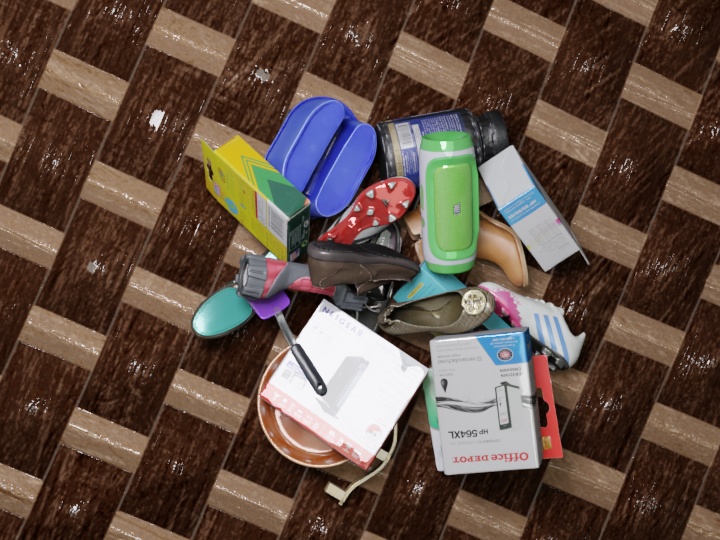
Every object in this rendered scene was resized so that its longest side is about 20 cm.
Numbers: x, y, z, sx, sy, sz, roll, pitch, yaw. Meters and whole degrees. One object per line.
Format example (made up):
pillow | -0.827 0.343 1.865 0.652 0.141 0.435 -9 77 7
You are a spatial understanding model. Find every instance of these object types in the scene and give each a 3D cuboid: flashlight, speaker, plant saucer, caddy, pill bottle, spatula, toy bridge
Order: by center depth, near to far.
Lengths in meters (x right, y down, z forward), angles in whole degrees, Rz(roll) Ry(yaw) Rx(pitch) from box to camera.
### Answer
speaker | 0.132 -0.101 1.503 0.087 0.089 0.203 -5 108 -5
flashlight | -0.085 0.023 1.504 0.198 0.068 0.068 12 130 -23
spatula | -0.106 0.099 1.512 0.056 0.021 0.201 -30 86 -18
caddy | -0.067 -0.175 1.565 0.141 0.105 0.202 33 81 -24
plant saucer | -0.061 0.206 1.569 0.197 0.032 0.203 0 77 0
pill bottle | 0.126 -0.193 1.577 0.197 0.112 0.113 -10 89 -5
toy bridge | 0.016 0.281 1.591 0.067 0.027 0.202 29 85 -4

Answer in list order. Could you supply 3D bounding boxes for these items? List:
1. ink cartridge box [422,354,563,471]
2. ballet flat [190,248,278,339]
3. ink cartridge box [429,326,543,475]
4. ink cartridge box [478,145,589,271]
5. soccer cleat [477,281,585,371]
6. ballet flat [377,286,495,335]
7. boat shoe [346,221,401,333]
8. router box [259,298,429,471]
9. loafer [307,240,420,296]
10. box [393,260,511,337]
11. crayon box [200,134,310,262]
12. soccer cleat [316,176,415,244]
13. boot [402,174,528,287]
ink cartridge box | 0.199 0.221 1.547 0.198 0.050 0.163 -10 90 32
ballet flat | -0.178 0.040 1.559 0.199 0.068 0.068 -39 88 -14
ink cartridge box | 0.188 0.193 1.492 0.144 0.084 0.203 -7 90 13
ink cartridge box | 0.270 -0.083 1.555 0.067 0.116 0.200 -33 128 15
soccer cleat | 0.273 0.074 1.608 0.200 0.070 0.087 42 70 -5
ballet flat | 0.110 0.062 1.521 0.198 0.046 0.068 -10 63 32
boat shoe | 0.021 0.014 1.587 0.066 0.057 0.203 14 87 -4
router box | -0.025 0.174 1.535 0.199 0.049 0.181 32 80 8
loafer | 0.000 0.000 1.492 0.198 0.073 0.072 6 106 -34
box | 0.152 0.075 1.580 0.200 0.049 0.082 42 126 -2
crayon box | -0.159 -0.114 1.519 0.051 0.127 0.200 -38 68 -25
soccer cleat | 0.003 -0.078 1.556 0.200 0.085 0.069 -41 97 13
boot | 0.168 -0.037 1.598 0.153 0.074 0.202 -26 80 -5
